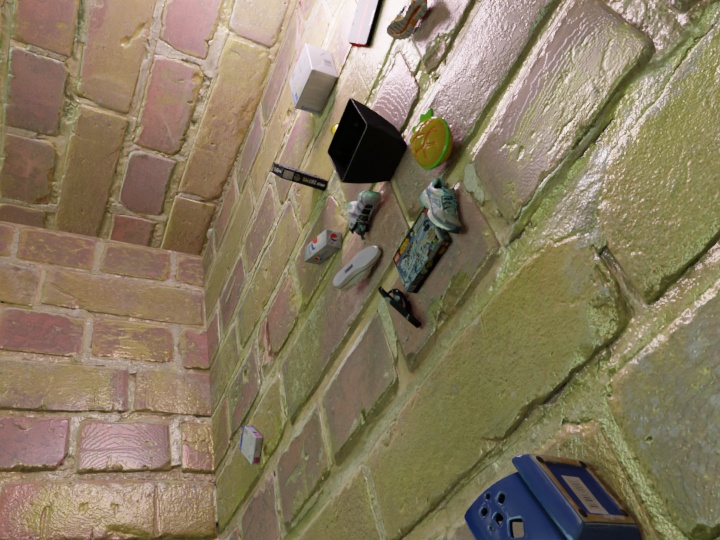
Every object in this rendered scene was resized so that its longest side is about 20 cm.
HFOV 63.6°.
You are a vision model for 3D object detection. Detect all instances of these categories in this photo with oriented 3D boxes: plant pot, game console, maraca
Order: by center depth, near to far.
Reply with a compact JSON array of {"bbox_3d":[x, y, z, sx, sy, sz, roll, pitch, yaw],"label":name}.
[{"bbox_3d":[0.326,0.430,0.974,0.182,0.198,0.200,-63,31,18],"label":"plant pot"},{"bbox_3d":[0.188,-0.361,1.591,0.138,0.106,0.201,-53,37,29],"label":"maraca"},{"bbox_3d":[0.027,-0.392,1.837,0.201,0.175,0.201,-62,33,30],"label":"plant pot"},{"bbox_3d":[0.020,-0.956,2.208,0.177,0.031,0.203,38,115,55],"label":"game console"}]

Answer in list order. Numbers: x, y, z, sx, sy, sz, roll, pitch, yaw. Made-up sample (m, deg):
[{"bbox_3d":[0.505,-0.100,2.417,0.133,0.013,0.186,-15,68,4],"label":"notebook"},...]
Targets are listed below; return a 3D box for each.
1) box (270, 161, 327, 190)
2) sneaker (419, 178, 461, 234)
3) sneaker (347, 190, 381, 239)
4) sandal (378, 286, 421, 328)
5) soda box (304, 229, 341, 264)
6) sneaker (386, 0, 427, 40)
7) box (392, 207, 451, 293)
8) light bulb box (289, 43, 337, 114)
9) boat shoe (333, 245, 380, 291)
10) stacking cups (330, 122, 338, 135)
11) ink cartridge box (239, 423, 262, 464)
[{"bbox_3d":[-0.250,-0.381,2.342,0.161,0.197,0.050,40,114,58],"label":"box"},{"bbox_3d":[0.215,-0.173,1.513,0.087,0.077,0.201,-60,34,28],"label":"sneaker"},{"bbox_3d":[0.014,-0.172,1.911,0.200,0.076,0.142,148,126,-67],"label":"sneaker"},{"bbox_3d":[0.118,0.093,1.634,0.048,0.075,0.200,-50,40,2],"label":"sandal"},{"bbox_3d":[-0.143,-0.086,2.181,0.199,0.067,0.065,-33,53,56],"label":"soda box"},{"bbox_3d":[0.154,-0.817,1.860,0.199,0.078,0.078,-26,45,54],"label":"sneaker"},{"bbox_3d":[0.166,-0.056,1.605,0.201,0.039,0.138,-59,35,35],"label":"box"},{"bbox_3d":[-0.206,-0.817,2.486,0.201,0.123,0.200,-54,37,41],"label":"light bulb box"},{"bbox_3d":[0.000,0.000,1.879,0.200,0.065,0.072,-43,38,19],"label":"boat shoe"},{"bbox_3d":[-0.063,-0.475,2.164,0.061,0.060,0.202,-59,34,34],"label":"stacking cups"},{"bbox_3d":[-0.490,0.772,2.592,0.199,0.041,0.121,8,88,60],"label":"ink cartridge box"}]
